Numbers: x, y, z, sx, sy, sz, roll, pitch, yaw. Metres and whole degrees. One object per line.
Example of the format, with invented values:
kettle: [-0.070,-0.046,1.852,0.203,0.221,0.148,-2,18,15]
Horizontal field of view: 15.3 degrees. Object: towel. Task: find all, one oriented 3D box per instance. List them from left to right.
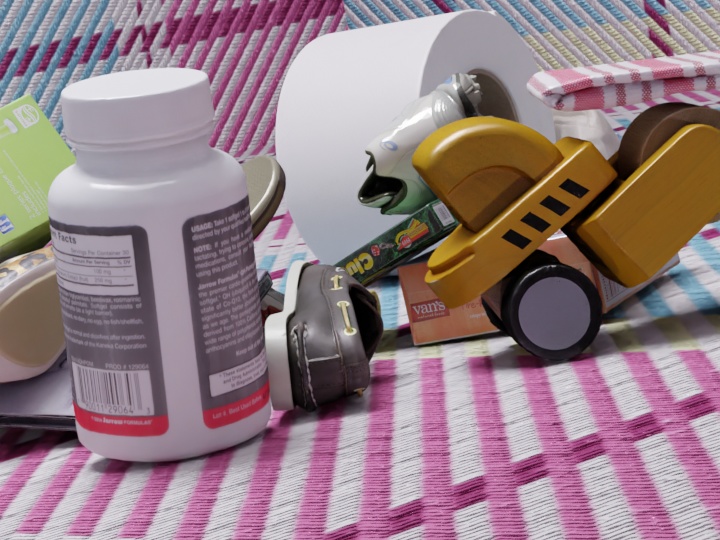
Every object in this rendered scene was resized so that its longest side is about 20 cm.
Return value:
towel: [0.202,-0.115,1.623,0.199,0.030,0.146,-6,5,2]

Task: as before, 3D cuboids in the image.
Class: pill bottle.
pill bottle: [-0.113,-0.005,1.471,0.110,0.201,0.111,-5,14,1]

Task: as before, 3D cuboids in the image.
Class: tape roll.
tape roll: [0.046,-0.097,2.115,0.139,0.203,0.202,-7,7,35]

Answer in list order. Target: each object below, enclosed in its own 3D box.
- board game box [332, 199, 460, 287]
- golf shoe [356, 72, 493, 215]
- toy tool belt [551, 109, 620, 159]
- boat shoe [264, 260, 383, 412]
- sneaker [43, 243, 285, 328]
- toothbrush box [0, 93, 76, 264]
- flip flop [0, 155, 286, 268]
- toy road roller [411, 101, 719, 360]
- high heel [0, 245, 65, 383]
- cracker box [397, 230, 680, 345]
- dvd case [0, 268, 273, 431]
board game box: [0.000,0.000,1.776,0.200,0.024,0.105,-32,-6,32]
golf shoe: [0.038,-0.069,1.812,0.097,0.078,0.200,-25,-18,-7]
toy tool belt: [0.148,-0.074,2.244,0.200,0.125,0.123,-1,-21,39]
boat shoe: [-0.016,0.038,1.601,0.060,0.072,0.201,-5,14,6]
sneaker: [-0.117,0.008,1.738,0.199,0.078,0.082,18,40,24]
toothbrush box: [-0.288,-0.014,1.729,0.200,0.086,0.146,-32,-5,-46]
flip flop: [-0.140,-0.029,1.668,0.199,0.058,0.081,-20,28,-6]
toy road roller: [0.121,-0.051,1.596,0.200,0.146,0.123,-41,8,0]
high heel: [-0.258,0.034,1.621,0.142,0.072,0.200,18,56,43]
cracker box: [0.122,-0.003,1.784,0.134,0.058,0.200,-10,5,22]
dvd case: [-0.171,0.045,1.639,0.199,0.016,0.149,2,37,30]
